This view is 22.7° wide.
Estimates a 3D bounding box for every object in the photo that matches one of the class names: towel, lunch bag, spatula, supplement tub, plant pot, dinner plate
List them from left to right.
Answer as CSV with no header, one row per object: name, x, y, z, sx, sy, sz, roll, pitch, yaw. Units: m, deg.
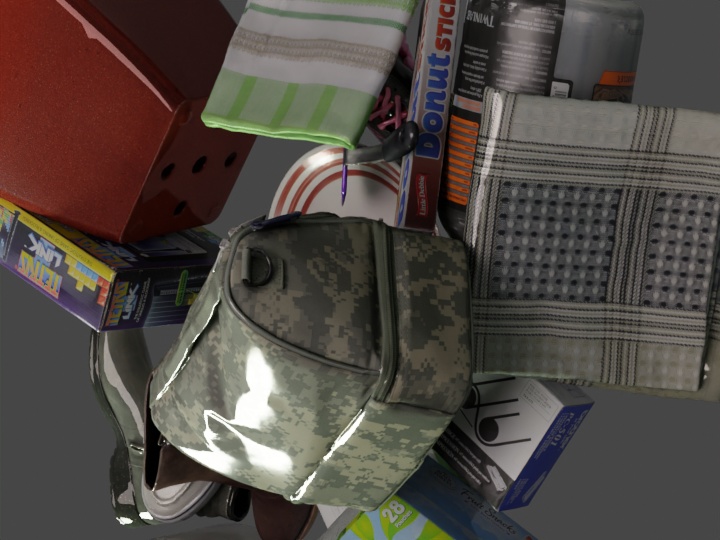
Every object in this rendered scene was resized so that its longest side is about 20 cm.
plant pot,-0.189,-0.133,1.445,0.176,0.200,0.201,38,117,22
lunch bag,-0.036,0.054,1.151,0.200,0.167,0.140,127,147,-52
towel,-0.028,-0.188,1.297,0.148,0.031,0.201,10,71,37
dinner plate,0.000,0.000,1.380,0.199,0.024,0.202,14,111,43
spatula,0.009,-0.083,1.256,0.200,0.020,0.057,167,106,-72
supplement tub,0.119,-0.090,1.221,0.122,0.122,0.202,17,104,38
towel,0.164,-0.014,1.162,0.035,0.198,0.194,-128,45,-75

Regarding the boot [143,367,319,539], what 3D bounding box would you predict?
boot,-0.104,0.144,1.388,0.072,0.166,0.201,24,119,39

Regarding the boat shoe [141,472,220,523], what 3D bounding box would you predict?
boat shoe,-0.129,0.111,1.441,0.071,0.070,0.201,31,97,21

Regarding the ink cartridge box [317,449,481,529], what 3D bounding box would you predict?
ink cartridge box,0.053,0.138,1.331,0.200,0.059,0.104,-37,69,33

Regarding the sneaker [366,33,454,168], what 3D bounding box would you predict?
sneaker,0.019,-0.125,1.323,0.200,0.095,0.079,50,119,25

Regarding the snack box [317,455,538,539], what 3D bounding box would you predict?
snack box,0.038,0.246,1.297,0.168,0.068,0.200,38,122,-4

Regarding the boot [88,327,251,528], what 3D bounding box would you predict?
boot,-0.153,0.117,1.518,0.130,0.068,0.202,-13,84,28

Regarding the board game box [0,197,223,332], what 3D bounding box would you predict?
board game box,-0.210,-0.020,1.477,0.199,0.165,0.057,31,113,35

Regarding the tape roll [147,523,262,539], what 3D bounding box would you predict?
tape roll,-0.141,0.316,1.458,0.202,0.139,0.204,3,94,41

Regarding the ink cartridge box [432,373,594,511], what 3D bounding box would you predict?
ink cartridge box,0.062,0.067,1.255,0.200,0.044,0.094,43,115,29

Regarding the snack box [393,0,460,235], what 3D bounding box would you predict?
snack box,0.047,-0.108,1.247,0.072,0.024,0.201,112,167,-70
